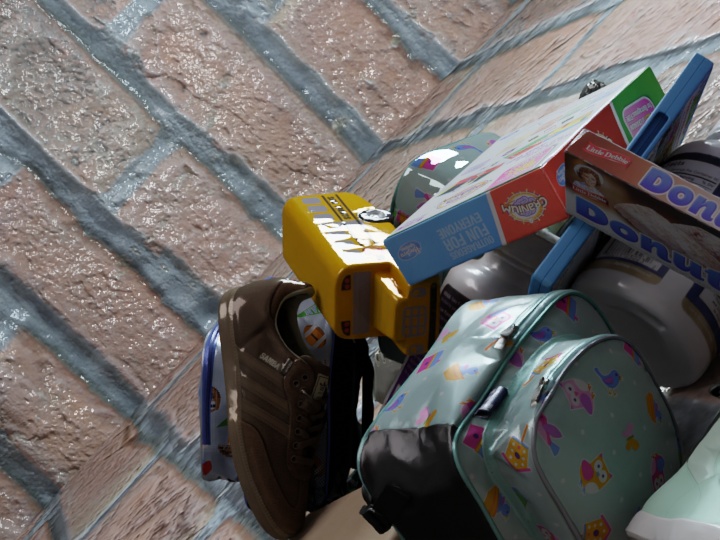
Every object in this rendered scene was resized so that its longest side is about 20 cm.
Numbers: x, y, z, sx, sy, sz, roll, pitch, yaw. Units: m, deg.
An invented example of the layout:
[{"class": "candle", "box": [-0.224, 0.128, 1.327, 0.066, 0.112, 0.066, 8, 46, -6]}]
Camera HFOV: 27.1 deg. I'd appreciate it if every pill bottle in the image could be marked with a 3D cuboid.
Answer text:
[{"class": "pill bottle", "box": [0.246, -0.022, 1.077, 0.200, 0.111, 0.111, -50, 11, -23]}, {"class": "pill bottle", "box": [0.101, 0.061, 1.180, 0.200, 0.111, 0.111, -64, 7, 9]}]

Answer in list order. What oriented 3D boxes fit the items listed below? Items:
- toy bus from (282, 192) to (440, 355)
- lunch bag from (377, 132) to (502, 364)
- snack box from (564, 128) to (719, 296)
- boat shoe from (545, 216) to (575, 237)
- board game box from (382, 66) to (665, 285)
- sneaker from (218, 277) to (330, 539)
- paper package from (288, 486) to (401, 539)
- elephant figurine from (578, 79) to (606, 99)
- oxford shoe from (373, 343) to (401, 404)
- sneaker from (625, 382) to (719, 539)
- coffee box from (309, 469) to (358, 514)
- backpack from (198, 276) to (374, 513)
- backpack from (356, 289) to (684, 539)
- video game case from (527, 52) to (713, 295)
[{"class": "toy bus", "box": [0.000, 0.000, 1.182, 0.078, 0.065, 0.200, -5, 24, -17]}, {"class": "lunch bag", "box": [0.095, -0.016, 1.280, 0.160, 0.077, 0.201, -20, -53, -43]}, {"class": "snack box", "box": [0.215, -0.017, 0.916, 0.024, 0.200, 0.072, -50, -26, -19]}, {"class": "boat shoe", "box": [0.185, -0.020, 1.345, 0.071, 0.063, 0.200, -7, -17, -22]}, {"class": "board game box", "box": [0.126, -0.072, 1.104, 0.153, 0.040, 0.200, -24, 11, 41]}, {"class": "sneaker", "box": [-0.058, 0.102, 1.142, 0.075, 0.201, 0.070, -16, -13, 17]}, {"class": "paper package", "box": [0.002, 0.241, 1.051, 0.200, 0.103, 0.191, -36, 14, 48]}, {"class": "elephant figurine", "box": [0.180, -0.067, 1.434, 0.141, 0.156, 0.200, -25, -4, -14]}, {"class": "oxford shoe", "box": [0.046, 0.079, 1.454, 0.200, 0.058, 0.075, 110, -179, -56]}, {"class": "sneaker", "box": [0.213, 0.110, 0.772, 0.118, 0.074, 0.200, -54, 8, -8]}, {"class": "coffee box", "box": [-0.021, 0.239, 1.322, 0.200, 0.044, 0.123, -45, 10, 6]}, {"class": "backpack", "box": [-0.058, 0.100, 1.273, 0.200, 0.153, 0.191, -90, 9, -85]}, {"class": "backpack", "box": [0.111, 0.109, 0.935, 0.153, 0.176, 0.200, -17, 26, 35]}, {"class": "video game case", "box": [0.180, -0.048, 1.068, 0.200, 0.018, 0.143, -52, -13, -13]}]
